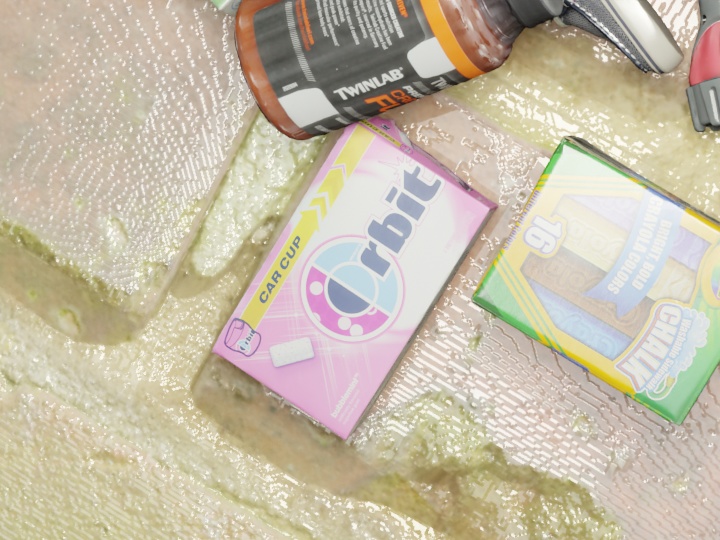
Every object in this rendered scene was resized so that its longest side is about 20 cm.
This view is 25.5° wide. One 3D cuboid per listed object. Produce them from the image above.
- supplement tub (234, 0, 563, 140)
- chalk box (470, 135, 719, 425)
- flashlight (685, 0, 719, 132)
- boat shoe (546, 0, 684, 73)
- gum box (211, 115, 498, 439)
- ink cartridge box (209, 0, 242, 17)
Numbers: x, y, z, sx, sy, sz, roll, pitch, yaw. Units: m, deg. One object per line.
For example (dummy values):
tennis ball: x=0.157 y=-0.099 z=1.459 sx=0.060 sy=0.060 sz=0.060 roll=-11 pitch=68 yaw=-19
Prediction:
supplement tub: x=0.026 y=-0.162 z=1.021 sx=0.199 sy=0.107 sz=0.108 roll=-18 pitch=90 yaw=24
chalk box: x=0.192 y=0.015 z=1.041 sx=0.199 sy=0.124 sz=0.124 roll=32 pitch=99 yaw=9
flashlight: x=0.235 y=-0.195 z=1.052 sx=0.067 sy=0.068 sz=0.201 roll=-13 pitch=86 yaw=45
boat shoe: x=0.123 y=-0.187 z=1.067 sx=0.093 sy=0.075 sz=0.200 roll=-42 pitch=71 yaw=16
gum box: x=0.000 y=0.000 z=1.106 sx=0.113 sy=0.066 sz=0.201 roll=33 pitch=99 yaw=6
ink cartridge box: x=-0.055 y=-0.233 z=1.034 sx=0.145 sy=0.200 sz=0.048 roll=-43 pitch=83 yaw=11
